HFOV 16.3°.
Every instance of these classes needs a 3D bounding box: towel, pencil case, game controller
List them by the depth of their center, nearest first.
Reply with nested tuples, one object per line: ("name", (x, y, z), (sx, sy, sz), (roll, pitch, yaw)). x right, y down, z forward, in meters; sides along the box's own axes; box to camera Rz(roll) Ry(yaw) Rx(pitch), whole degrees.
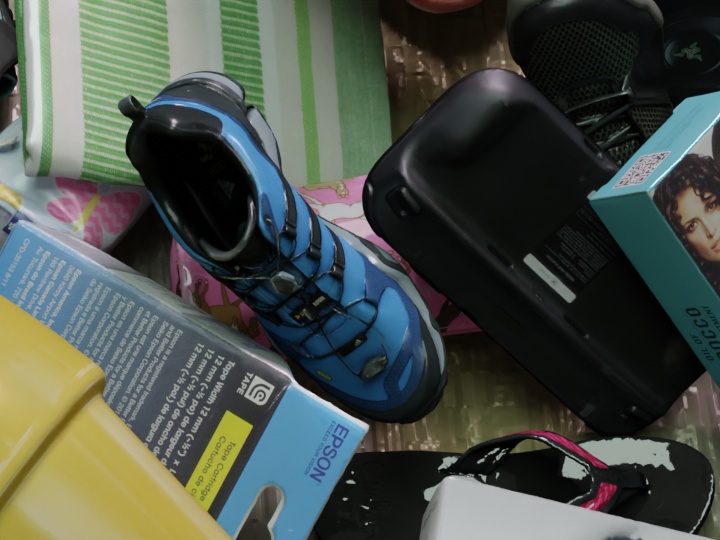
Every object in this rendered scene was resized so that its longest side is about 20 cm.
("game controller", (0.096, -0.006, 1.218), (0.104, 0.200, 0.042), (-47, 21, 3))
("pencil case", (0.000, 0.000, 1.268), (0.198, 0.083, 0.087), (-8, 43, -5))
("towel", (-0.080, -0.111, 1.290), (0.199, 0.023, 0.154), (3, 72, -25))
("pencil case", (-0.131, -0.078, 1.315), (0.091, 0.083, 0.200), (39, 62, -2))

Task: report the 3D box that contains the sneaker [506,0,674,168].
("sneaker", (0.126, -0.063, 1.240), (0.076, 0.200, 0.115), (-15, 57, 8))

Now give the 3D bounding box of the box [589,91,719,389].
("box", (0.201, 0.017, 1.207), (0.082, 0.049, 0.200), (-44, 107, -25))

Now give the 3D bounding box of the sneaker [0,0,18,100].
("sneaker", (-0.223, -0.131, 1.371), (0.079, 0.075, 0.201), (18, 53, -17))

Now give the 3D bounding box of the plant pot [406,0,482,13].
("plant pot", (-0.010, -0.258, 1.292), (0.194, 0.201, 0.201), (24, 59, 31))

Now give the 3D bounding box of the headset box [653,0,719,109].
("headset box", (0.204, -0.148, 1.308), (0.198, 0.175, 0.093), (3, 56, 0))

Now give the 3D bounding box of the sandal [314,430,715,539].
("sandal", (0.075, 0.110, 1.217), (0.198, 0.045, 0.076), (-2, 57, -1))

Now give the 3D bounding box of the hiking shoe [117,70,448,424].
("hiking shoe", (-0.041, -0.001, 1.173), (0.074, 0.087, 0.200), (-43, 88, 21))

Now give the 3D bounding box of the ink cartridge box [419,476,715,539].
("ink cartridge box", (0.116, 0.199, 1.136), (0.198, 0.044, 0.175), (14, 56, -7))

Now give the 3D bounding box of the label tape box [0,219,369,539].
("label tape box", (-0.105, 0.087, 1.188), (0.199, 0.066, 0.144), (29, 93, 15))

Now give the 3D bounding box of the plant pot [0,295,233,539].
("plant pot", (-0.139, 0.142, 1.067), (0.188, 0.201, 0.201), (34, 62, 2))
